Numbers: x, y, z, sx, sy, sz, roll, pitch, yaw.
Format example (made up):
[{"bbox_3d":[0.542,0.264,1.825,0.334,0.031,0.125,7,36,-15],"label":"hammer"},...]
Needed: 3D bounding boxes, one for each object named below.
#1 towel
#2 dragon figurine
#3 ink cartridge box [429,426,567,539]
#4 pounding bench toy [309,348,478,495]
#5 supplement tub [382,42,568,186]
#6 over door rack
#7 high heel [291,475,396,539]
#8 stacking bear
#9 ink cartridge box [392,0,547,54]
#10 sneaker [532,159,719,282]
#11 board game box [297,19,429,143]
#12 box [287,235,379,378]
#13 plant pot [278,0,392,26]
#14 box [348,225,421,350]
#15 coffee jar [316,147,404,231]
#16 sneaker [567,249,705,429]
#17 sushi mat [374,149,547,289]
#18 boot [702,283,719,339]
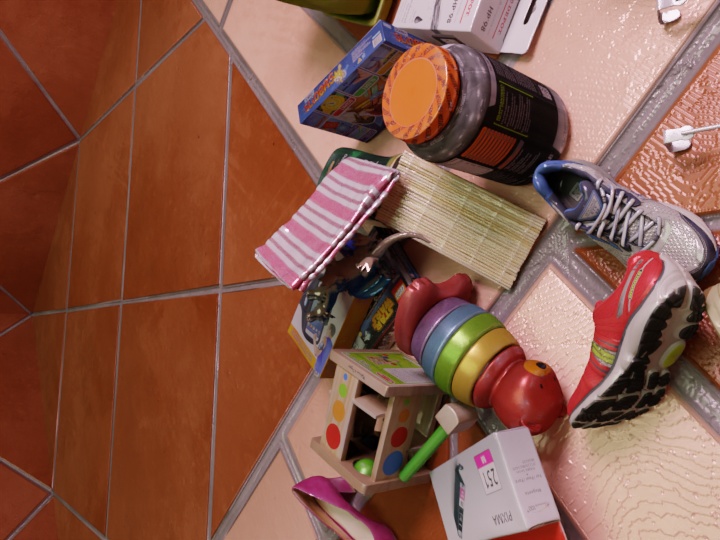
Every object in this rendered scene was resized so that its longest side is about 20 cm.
[{"bbox_3d":[-0.047,-0.069,0.773,0.200,0.030,0.146,-49,31,-6],"label":"towel"},{"bbox_3d":[0.000,0.000,0.788,0.198,0.099,0.059,-29,66,7],"label":"dragon figurine"},{"bbox_3d":[0.147,0.280,0.637,0.201,0.043,0.176,116,144,-58],"label":"ink cartridge box"},{"bbox_3d":[0.047,0.210,0.762,0.199,0.123,0.158,23,103,50],"label":"pounding bench toy"},{"bbox_3d":[0.127,-0.170,0.656,0.122,0.198,0.125,-11,76,49],"label":"supplement tub"},{"bbox_3d":[0.342,-0.197,0.497,0.199,0.066,0.150,-8,78,50],"label":"over door rack"},{"bbox_3d":[-0.019,0.370,0.845,0.200,0.095,0.068,49,122,43],"label":"high heel"},{"bbox_3d":[0.141,0.104,0.679,0.200,0.120,0.115,39,121,38],"label":"stacking bear"},{"bbox_3d":[0.141,-0.351,0.764,0.199,0.066,0.117,31,103,49],"label":"ink cartridge box"},{"bbox_3d":[0.244,-0.051,0.584,0.200,0.084,0.078,44,118,44],"label":"sneaker"},{"bbox_3d":[0.018,-0.261,0.858,0.199,0.134,0.035,-30,63,44],"label":"board game box"},{"bbox_3d":[-0.040,0.046,0.899,0.119,0.041,0.202,45,121,45],"label":"box"},{"bbox_3d":[-0.040,-0.499,0.928,0.199,0.180,0.202,38,114,47],"label":"plant pot"},{"bbox_3d":[0.011,0.054,0.897,0.201,0.039,0.138,-55,45,31],"label":"box"},{"bbox_3d":[0.025,-0.119,0.862,0.199,0.085,0.105,19,84,50],"label":"coffee jar"},{"bbox_3d":[0.249,0.070,0.565,0.085,0.076,0.202,-107,26,-51],"label":"sneaker"},{"bbox_3d":[0.116,-0.064,0.730,0.198,0.012,0.097,30,111,18],"label":"sushi mat"},{"bbox_3d":[0.366,0.061,0.425,0.156,0.072,0.202,-47,46,41],"label":"boot"}]
